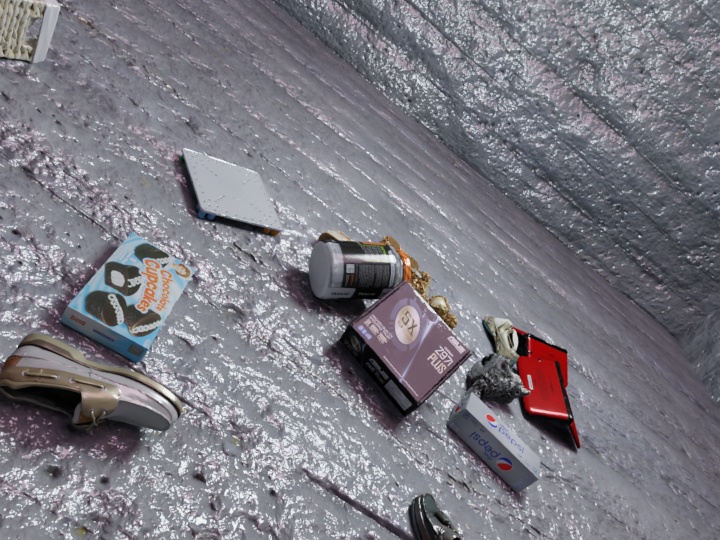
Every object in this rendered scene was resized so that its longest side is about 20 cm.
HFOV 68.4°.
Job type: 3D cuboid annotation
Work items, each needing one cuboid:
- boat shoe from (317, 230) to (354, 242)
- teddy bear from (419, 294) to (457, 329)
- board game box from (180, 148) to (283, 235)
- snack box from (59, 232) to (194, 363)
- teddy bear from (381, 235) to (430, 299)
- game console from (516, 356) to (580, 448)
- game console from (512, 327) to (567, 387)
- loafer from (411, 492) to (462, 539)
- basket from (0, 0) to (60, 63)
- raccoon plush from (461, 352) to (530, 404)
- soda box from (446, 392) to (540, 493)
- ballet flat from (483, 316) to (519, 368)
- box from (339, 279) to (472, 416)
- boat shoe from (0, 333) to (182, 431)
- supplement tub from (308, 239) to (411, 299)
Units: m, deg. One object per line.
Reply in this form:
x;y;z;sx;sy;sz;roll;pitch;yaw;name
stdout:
-0.008;-0.027;1.253;0.200;0.074;0.069;43;33;4;boat shoe
0.148;0.104;1.195;0.143;0.200;0.068;11;72;-5;teddy bear
-0.281;-0.167;1.151;0.199;0.026;0.201;12;39;-44;board game box
-0.332;0.033;0.782;0.116;0.037;0.201;34;28;-17;snack box
0.114;0.000;1.400;0.199;0.067;0.146;36;36;-26;teddy bear
0.496;0.347;1.408;0.170;0.120;0.201;8;36;3;game console
0.523;0.255;1.605;0.199;0.118;0.174;23;64;-32;game console
0.141;0.430;0.802;0.071;0.063;0.201;18;36;-38;loafer
-0.689;-0.507;0.989;0.200;0.136;0.123;46;30;8;basket
0.310;0.293;1.241;0.200;0.097;0.134;-42;98;-34;raccoon plush
0.274;0.352;1.089;0.200;0.064;0.068;44;28;3;soda box
0.404;0.184;1.487;0.067;0.075;0.201;28;30;-22;ballet flat
0.087;0.149;1.038;0.163;0.086;0.200;-34;76;-30;box
-0.311;0.149;0.616;0.199;0.075;0.069;26;36;-14;boat shoe
0.000;0.000;1.123;0.198;0.123;0.123;2;44;-27;supplement tub
